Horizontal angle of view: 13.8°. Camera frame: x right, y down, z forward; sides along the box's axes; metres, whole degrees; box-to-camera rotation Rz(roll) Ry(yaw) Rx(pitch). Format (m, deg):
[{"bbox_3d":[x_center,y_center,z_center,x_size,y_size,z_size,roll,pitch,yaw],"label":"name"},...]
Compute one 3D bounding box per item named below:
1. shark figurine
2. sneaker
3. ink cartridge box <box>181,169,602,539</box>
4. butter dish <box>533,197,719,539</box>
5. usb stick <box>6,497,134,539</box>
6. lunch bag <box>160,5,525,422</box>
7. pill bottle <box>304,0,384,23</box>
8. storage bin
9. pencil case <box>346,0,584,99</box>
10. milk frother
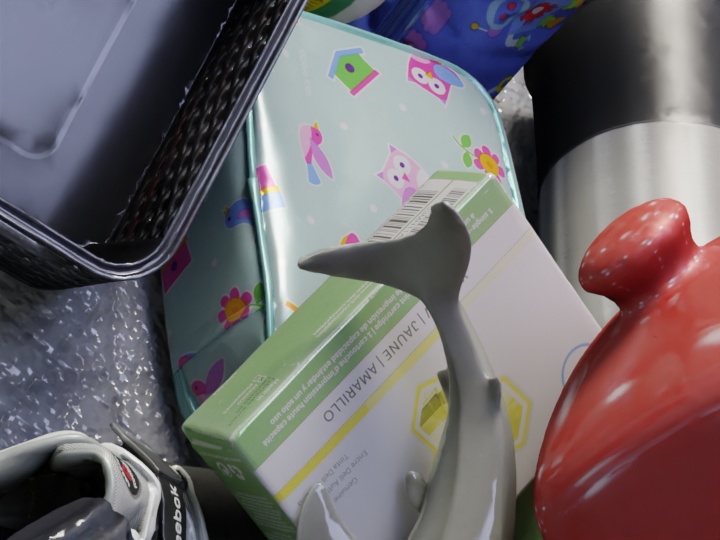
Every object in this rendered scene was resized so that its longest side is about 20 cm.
[{"bbox_3d":[0.035,0.089,1.034,0.128,0.089,0.215,14,90,-31],"label":"shark figurine"},{"bbox_3d":[-0.090,0.094,1.049,0.200,0.088,0.074,-5,63,-44],"label":"sneaker"},{"bbox_3d":[0.044,0.083,1.116,0.146,0.048,0.200,-45,114,-20],"label":"ink cartridge box"},{"bbox_3d":[0.132,0.041,1.032,0.148,0.199,0.200,52,31,-11],"label":"butter dish"},{"bbox_3d":[-0.070,0.175,0.994,0.055,0.033,0.201,-29,106,-42],"label":"usb stick"},{"bbox_3d":[0.000,0.000,1.200,0.160,0.077,0.201,15,53,-35],"label":"lunch bag"},{"bbox_3d":[-0.072,-0.184,1.240,0.199,0.113,0.113,20,50,-31],"label":"pill bottle"},{"bbox_3d":[-0.103,-0.105,1.107,0.135,0.094,0.200,32,77,-19],"label":"storage bin"},{"bbox_3d":[0.064,-0.137,1.267,0.087,0.200,0.078,-13,63,-46],"label":"pencil case"},{"bbox_3d":[0.181,-0.028,1.288,0.180,0.200,0.189,25,48,-32],"label":"milk frother"}]
